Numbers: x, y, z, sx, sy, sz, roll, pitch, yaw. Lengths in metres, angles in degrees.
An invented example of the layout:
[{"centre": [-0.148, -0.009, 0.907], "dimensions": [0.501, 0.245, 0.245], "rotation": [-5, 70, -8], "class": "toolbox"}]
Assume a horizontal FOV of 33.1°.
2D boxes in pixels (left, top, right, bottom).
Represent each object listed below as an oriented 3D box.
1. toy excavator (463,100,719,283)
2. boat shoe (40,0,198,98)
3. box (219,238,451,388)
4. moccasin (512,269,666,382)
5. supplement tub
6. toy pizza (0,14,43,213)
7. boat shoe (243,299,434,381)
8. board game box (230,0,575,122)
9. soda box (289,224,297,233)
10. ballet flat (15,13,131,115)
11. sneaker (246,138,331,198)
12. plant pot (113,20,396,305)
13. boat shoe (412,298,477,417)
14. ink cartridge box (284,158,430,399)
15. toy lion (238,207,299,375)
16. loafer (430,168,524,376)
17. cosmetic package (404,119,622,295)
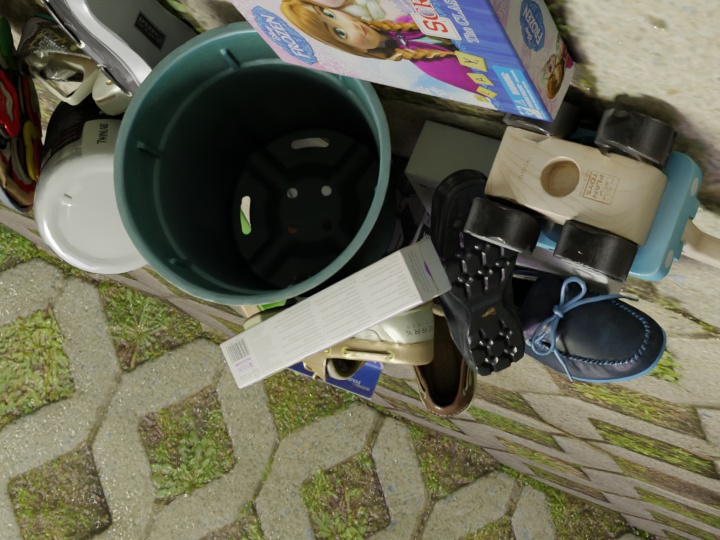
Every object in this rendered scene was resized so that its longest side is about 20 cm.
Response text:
[{"centre": [0.193, -0.034, 0.806], "dimensions": [0.194, 0.100, 0.200], "rotation": [19, -179, 30], "class": "toy excavator"}, {"centre": [-0.176, -0.168, 0.931], "dimensions": [0.066, 0.070, 0.200], "rotation": [8, 161, 31], "class": "boat shoe"}, {"centre": [-0.023, 0.034, 0.878], "dimensions": [0.200, 0.042, 0.039], "rotation": [-29, 175, 39], "class": "box"}, {"centre": [0.148, 0.041, 0.983], "dimensions": [0.200, 0.081, 0.068], "rotation": [11, 160, 45], "class": "moccasin"}, {"centre": [-0.224, -0.093, 1.088], "dimensions": [0.122, 0.123, 0.200], "rotation": [28, -158, -24], "class": "supplement tub"}, {"centre": [-0.313, -0.151, 1.081], "dimensions": [0.032, 0.201, 0.200], "rotation": [-12, 167, 0], "class": "toy pizza"}, {"centre": [-0.020, 0.053, 0.948], "dimensions": [0.074, 0.067, 0.200], "rotation": [-12, -179, -40], "class": "boat shoe"}, {"centre": [0.001, -0.163, 0.677], "dimensions": [0.199, 0.041, 0.200], "rotation": [18, 167, 29], "class": "board game box"}, {"centre": [0.008, -0.042, 1.182], "dimensions": [0.200, 0.063, 0.071], "rotation": [20, 169, 19], "class": "soda box"}, {"centre": [-0.219, -0.168, 1.038], "dimensions": [0.200, 0.072, 0.072], "rotation": [17, 168, 29], "class": "ballet flat"}, {"centre": [-0.083, -0.097, 1.106], "dimensions": [0.200, 0.071, 0.099], "rotation": [35, 167, -24], "class": "sneaker"}, {"centre": [-0.059, -0.062, 0.930], "dimensions": [0.200, 0.201, 0.196], "rotation": [21, 176, 13], "class": "plant pot"}, {"centre": [0.067, 0.029, 1.079], "dimensions": [0.074, 0.203, 0.075], "rotation": [-14, 176, 10], "class": "boat shoe"}, {"centre": [0.000, 0.000, 1.035], "dimensions": [0.099, 0.201, 0.039], "rotation": [16, 170, 31], "class": "ink cartridge box"}, {"centre": [-0.101, -0.001, 1.178], "dimensions": [0.200, 0.069, 0.192], "rotation": [64, 175, -20], "class": "toy lion"}, {"centre": [0.081, -0.002, 0.905], "dimensions": [0.201, 0.068, 0.070], "rotation": [74, 170, -47], "class": "loafer"}, {"centre": [0.131, -0.040, 0.965], "dimensions": [0.150, 0.052, 0.200], "rotation": [17, 167, 20], "class": "cosmetic package"}]
